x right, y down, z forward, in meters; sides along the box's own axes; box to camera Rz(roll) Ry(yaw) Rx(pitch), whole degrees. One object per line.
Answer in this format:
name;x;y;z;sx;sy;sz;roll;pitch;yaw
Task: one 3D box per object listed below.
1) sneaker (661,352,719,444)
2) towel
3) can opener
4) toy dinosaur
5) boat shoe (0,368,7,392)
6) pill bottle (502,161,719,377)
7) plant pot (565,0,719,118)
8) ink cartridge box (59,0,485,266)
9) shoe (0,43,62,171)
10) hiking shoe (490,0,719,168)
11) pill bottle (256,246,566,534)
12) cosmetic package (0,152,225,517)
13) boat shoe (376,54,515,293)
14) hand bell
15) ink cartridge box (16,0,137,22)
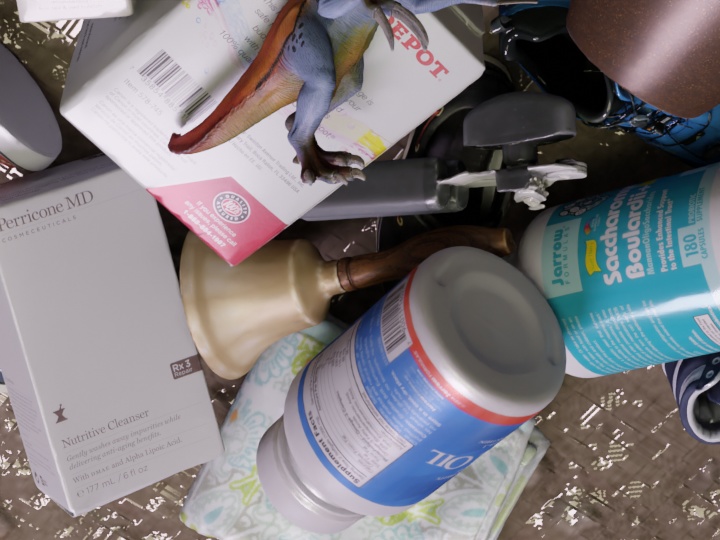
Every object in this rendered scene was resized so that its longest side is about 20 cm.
sneaker;0.258;0.022;1.295;0.070;0.109;0.200;22;121;-13
towel;0.003;0.134;1.365;0.200;0.048;0.171;27;95;0
can opener;0.042;-0.062;1.226;0.200;0.053;0.067;-8;83;27
toy dinosaur;-0.014;-0.137;1.050;0.200;0.105;0.182;5;102;12
boat shoe;-0.205;0.052;1.357;0.200;0.075;0.062;26;122;-16
pill bottle;0.172;0.003;1.251;0.200;0.111;0.111;-15;123;34
plant pot;0.205;-0.187;1.106;0.187;0.187;0.200;28;117;-15
ink cartridge box;-0.046;-0.137;1.182;0.200;0.145;0.145;-36;115;23
shoe;-0.279;-0.119;1.253;0.091;0.071;0.200;-37;109;25
hiking shoe;0.155;-0.105;1.222;0.200;0.087;0.074;34;135;-15
pill bottle;0.023;0.081;1.247;0.112;0.112;0.200;32;134;-17
cosmetic package;-0.170;0.036;1.286;0.113;0.081;0.200;-22;107;-21
boat shoe;0.053;-0.037;1.296;0.074;0.063;0.202;9;125;-6
hand bell;0.000;0.000;1.276;0.200;0.104;0.104;-12;123;21
ink cartridge box;-0.162;-0.251;1.130;0.067;0.116;0.200;-2;123;5
